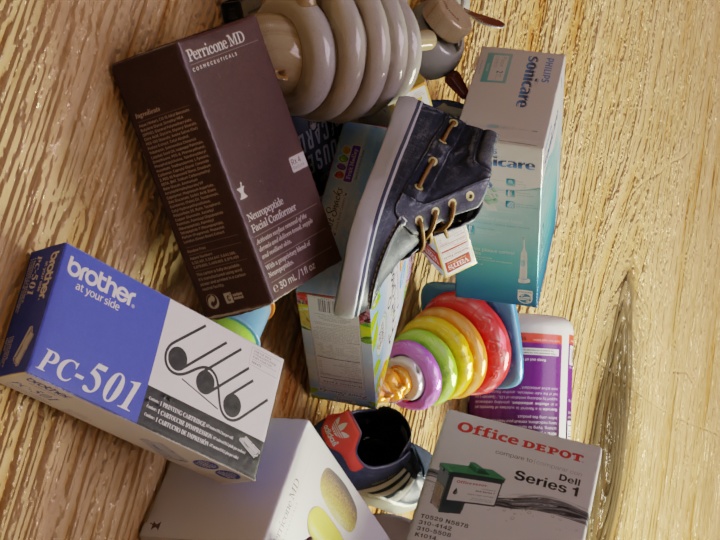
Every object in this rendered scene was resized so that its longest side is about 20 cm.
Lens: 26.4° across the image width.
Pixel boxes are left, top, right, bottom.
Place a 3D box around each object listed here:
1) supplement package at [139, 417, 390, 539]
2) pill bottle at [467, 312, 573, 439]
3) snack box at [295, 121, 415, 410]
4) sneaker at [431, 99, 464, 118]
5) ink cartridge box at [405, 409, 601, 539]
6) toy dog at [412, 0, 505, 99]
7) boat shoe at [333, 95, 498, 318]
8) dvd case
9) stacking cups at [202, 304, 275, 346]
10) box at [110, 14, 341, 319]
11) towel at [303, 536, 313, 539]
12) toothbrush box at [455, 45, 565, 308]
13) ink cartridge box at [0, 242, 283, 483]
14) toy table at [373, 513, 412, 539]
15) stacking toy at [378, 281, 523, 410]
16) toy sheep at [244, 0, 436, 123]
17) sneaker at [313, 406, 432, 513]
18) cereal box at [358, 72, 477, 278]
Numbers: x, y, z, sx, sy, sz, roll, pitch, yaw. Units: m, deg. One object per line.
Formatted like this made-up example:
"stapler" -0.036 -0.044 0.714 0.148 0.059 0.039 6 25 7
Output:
"supplement package" -0.065 0.213 1.192 0.200 0.109 0.114 60 39 -44
"pill bottle" 0.171 0.148 1.652 0.112 0.112 0.200 14 77 -62
"snack box" 0.000 0.000 1.304 0.200 0.068 0.169 84 19 -59
"sneaker" 0.084 -0.113 1.529 0.200 0.075 0.088 20 72 -61
"ink cartridge box" 0.115 0.226 1.295 0.200 0.146 0.084 -69 169 -45
"toy dog" 0.089 -0.225 1.503 0.096 0.132 0.200 50 47 -8
"boat shoe" 0.045 -0.043 1.176 0.071 0.091 0.200 104 4 -61
"dvd case" -0.055 -0.147 1.313 0.150 0.025 0.200 -40 124 -56
"stacking cups" -0.093 0.037 1.192 0.061 0.060 0.200 65 36 -39
"box" -0.096 -0.077 1.132 0.100 0.075 0.200 -33 105 -52
"towel" -0.100 0.288 1.091 0.200 0.023 0.144 -30 131 -19
"toothbrush box" 0.142 -0.088 1.455 0.147 0.085 0.200 -71 165 -44
"ink cartridge box" -0.145 0.067 1.043 0.200 0.044 0.094 31 60 -37
"toy table" 0.066 0.307 1.395 0.200 0.184 0.117 60 12 15
"stacking toy" 0.061 0.091 1.471 0.200 0.116 0.110 -26 115 -48
"toy sheep" -0.015 -0.183 1.223 0.200 0.138 0.138 -9 99 -34
"sneaker" 0.027 0.161 1.355 0.200 0.085 0.075 13 40 -55
"cereal box" 0.040 -0.108 1.382 0.144 0.039 0.200 52 -15 52
